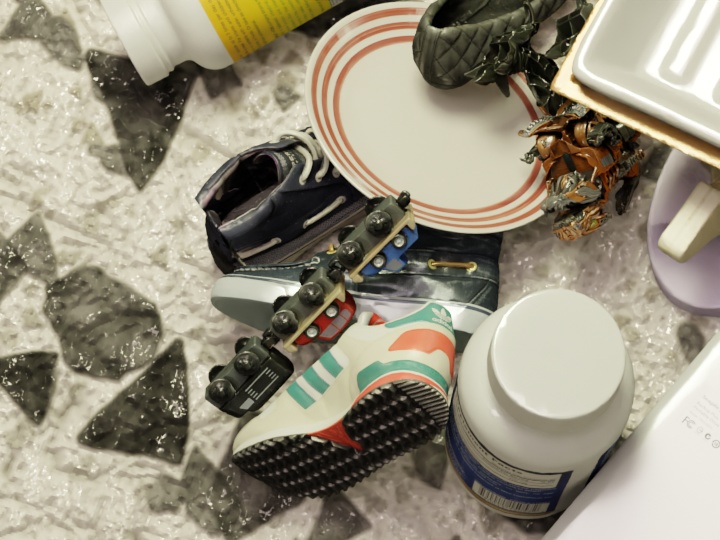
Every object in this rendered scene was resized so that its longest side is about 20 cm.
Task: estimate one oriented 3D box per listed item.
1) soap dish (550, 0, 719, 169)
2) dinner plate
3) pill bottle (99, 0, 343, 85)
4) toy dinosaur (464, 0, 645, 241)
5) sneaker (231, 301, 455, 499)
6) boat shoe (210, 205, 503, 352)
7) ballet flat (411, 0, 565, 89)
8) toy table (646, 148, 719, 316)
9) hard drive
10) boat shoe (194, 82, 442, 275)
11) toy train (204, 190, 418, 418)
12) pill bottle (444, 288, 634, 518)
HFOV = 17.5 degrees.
[{"bbox_3d":[0.244,-0.134,1.472,0.199,0.081,0.158,27,81,19],"label":"soap dish"},{"bbox_3d":[0.055,-0.103,1.616,0.199,0.024,0.201,9,54,-13],"label":"dinner plate"},{"bbox_3d":[-0.083,-0.212,1.674,0.199,0.104,0.105,-30,69,1],"label":"pill bottle"},{"bbox_3d":[0.152,-0.115,1.601,0.102,0.136,0.201,-30,31,26],"label":"toy dinosaur"},{"bbox_3d":[-0.006,0.083,1.556,0.199,0.070,0.094,-30,34,44],"label":"sneaker"},{"bbox_3d":[0.000,0.000,1.613,0.199,0.071,0.091,6,70,8],"label":"boat shoe"},{"bbox_3d":[0.106,-0.201,1.638,0.066,0.057,0.200,31,59,16],"label":"ballet flat"},{"bbox_3d":[0.262,-0.073,1.554,0.183,0.117,0.201,22,79,17],"label":"toy table"},{"bbox_3d":[0.214,0.154,1.471,0.132,0.025,0.200,39,83,20],"label":"hard drive"},{"bbox_3d":[-0.026,-0.073,1.623,0.200,0.093,0.075,-40,69,-4],"label":"boat shoe"},{"bbox_3d":[-0.028,0.025,1.550,0.046,0.034,0.200,38,108,-16],"label":"toy train"},{"bbox_3d":[0.113,0.082,1.480,0.110,0.200,0.112,1,71,-2],"label":"pill bottle"}]
